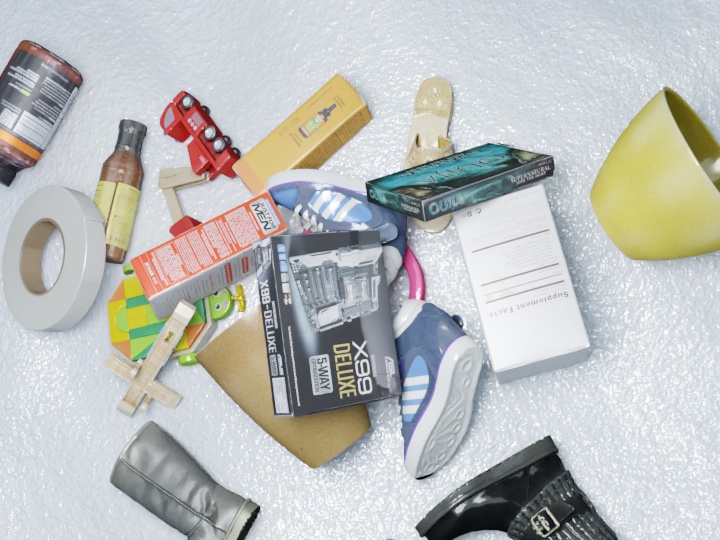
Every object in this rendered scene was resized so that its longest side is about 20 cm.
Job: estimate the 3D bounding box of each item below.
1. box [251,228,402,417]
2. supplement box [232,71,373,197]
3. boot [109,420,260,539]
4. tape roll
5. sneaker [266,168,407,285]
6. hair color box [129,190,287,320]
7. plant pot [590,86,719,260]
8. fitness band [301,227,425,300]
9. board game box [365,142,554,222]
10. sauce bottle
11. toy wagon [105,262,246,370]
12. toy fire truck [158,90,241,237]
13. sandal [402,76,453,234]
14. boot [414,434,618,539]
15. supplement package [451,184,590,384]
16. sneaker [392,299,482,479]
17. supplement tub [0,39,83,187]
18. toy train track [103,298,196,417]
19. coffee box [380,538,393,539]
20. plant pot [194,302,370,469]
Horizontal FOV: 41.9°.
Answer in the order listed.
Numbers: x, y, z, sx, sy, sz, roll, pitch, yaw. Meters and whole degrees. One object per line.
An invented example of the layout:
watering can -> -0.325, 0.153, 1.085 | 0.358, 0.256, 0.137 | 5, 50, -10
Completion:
box -> -0.038, 0.058, 1.098 | 0.049, 0.155, 0.205 | -14, 82, 55
supplement box -> -0.078, -0.176, 1.295 | 0.199, 0.069, 0.067 | -41, 72, 4
boot -> -0.249, 0.321, 1.221 | 0.197, 0.073, 0.184 | 29, 72, 11
tape roll -> -0.432, -0.017, 1.321 | 0.200, 0.037, 0.208 | -7, 79, 37
sneaker -> -0.038, -0.042, 1.210 | 0.195, 0.081, 0.150 | 8, 72, 7
hair color box -> -0.194, -0.018, 1.234 | 0.197, 0.111, 0.065 | -27, 77, -13
plant pot -> 0.360, -0.092, 1.121 | 0.141, 0.198, 0.203 | -36, 70, 29
fitness band -> 0.000, 0.000, 1.252 | 0.143, 0.037, 0.202 | -36, 73, 3
board game box -> 0.122, -0.113, 1.159 | 0.197, 0.135, 0.029 | -21, 113, -25
sauce bottle -> -0.345, -0.114, 1.347 | 0.065, 0.066, 0.204 | 10, 79, 15
toy wagon -> -0.255, 0.054, 1.299 | 0.196, 0.040, 0.159 | -13, 75, 10
toy fire truck -> -0.239, -0.140, 1.332 | 0.141, 0.049, 0.201 | -43, 66, 10
sandal -> 0.089, -0.162, 1.249 | 0.076, 0.070, 0.217 | 1, 78, 13
boot -> 0.183, 0.312, 1.113 | 0.209, 0.079, 0.160 | -31, 72, 5
supplement package -> 0.196, 0.021, 1.154 | 0.117, 0.121, 0.204 | -15, 75, 7
sneaker -> 0.068, 0.137, 1.174 | 0.146, 0.079, 0.204 | 37, 121, 41
supplement tub -> -0.501, -0.228, 1.388 | 0.106, 0.107, 0.203 | 28, 85, 18
toy train track -> -0.274, 0.124, 1.244 | 0.113, 0.033, 0.201 | 32, 115, -8
coffee box -> -0.049, 0.405, 1.148 | 0.196, 0.080, 0.117 | -15, 74, 10
plant pot -> -0.078, 0.137, 1.181 | 0.185, 0.186, 0.202 | -34, 89, 4
